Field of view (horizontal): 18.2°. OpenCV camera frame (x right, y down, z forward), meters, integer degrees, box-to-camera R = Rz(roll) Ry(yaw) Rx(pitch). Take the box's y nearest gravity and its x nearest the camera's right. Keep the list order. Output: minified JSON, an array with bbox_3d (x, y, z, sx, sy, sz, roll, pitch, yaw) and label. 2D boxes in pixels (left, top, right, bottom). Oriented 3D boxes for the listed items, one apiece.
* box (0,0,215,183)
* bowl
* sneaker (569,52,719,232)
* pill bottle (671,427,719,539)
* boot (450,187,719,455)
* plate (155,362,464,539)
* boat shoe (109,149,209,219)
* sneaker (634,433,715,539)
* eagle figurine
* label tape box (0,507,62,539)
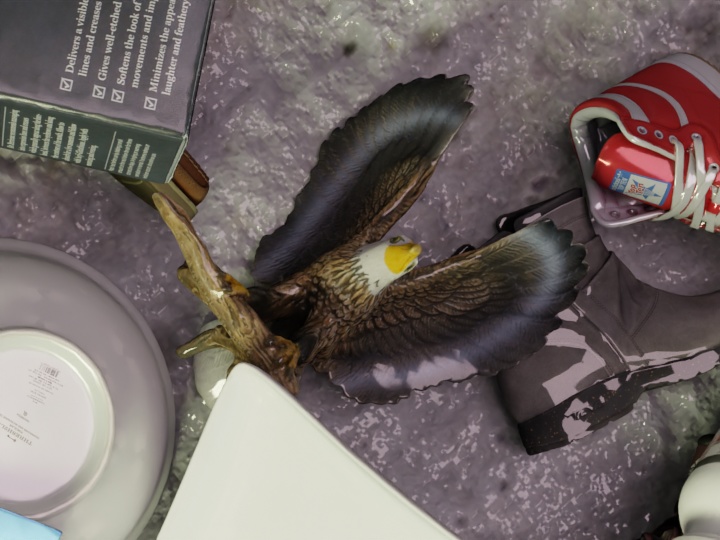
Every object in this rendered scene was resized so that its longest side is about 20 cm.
[{"bbox_3d":[-0.170,-0.143,1.098,0.199,0.107,0.149,13,78,-8],"label":"box"},{"bbox_3d":[-0.181,0.080,1.148,0.200,0.090,0.203,1,86,-20],"label":"bowl"},{"bbox_3d":[0.203,-0.042,1.251,0.112,0.072,0.200,-22,50,-36],"label":"sneaker"},{"bbox_3d":[0.244,0.117,1.225,0.116,0.116,0.200,45,63,-11],"label":"pill bottle"},{"bbox_3d":[0.149,0.008,1.288,0.199,0.070,0.132,-25,87,-26],"label":"boot"},{"bbox_3d":[-0.018,0.174,1.134,0.199,0.201,0.032,37,31,20],"label":"plate"},{"bbox_3d":[-0.143,-0.114,1.185,0.200,0.072,0.068,47,74,-11],"label":"boat shoe"},{"bbox_3d":[0.176,0.148,1.288,0.199,0.076,0.116,11,77,-29],"label":"sneaker"},{"bbox_3d":[0.005,0.000,1.202,0.199,0.150,0.153,-29,123,-37],"label":"eagle figurine"},{"bbox_3d":[-0.247,0.197,1.080,0.143,0.063,0.201,22,102,-5],"label":"label tape box"}]
